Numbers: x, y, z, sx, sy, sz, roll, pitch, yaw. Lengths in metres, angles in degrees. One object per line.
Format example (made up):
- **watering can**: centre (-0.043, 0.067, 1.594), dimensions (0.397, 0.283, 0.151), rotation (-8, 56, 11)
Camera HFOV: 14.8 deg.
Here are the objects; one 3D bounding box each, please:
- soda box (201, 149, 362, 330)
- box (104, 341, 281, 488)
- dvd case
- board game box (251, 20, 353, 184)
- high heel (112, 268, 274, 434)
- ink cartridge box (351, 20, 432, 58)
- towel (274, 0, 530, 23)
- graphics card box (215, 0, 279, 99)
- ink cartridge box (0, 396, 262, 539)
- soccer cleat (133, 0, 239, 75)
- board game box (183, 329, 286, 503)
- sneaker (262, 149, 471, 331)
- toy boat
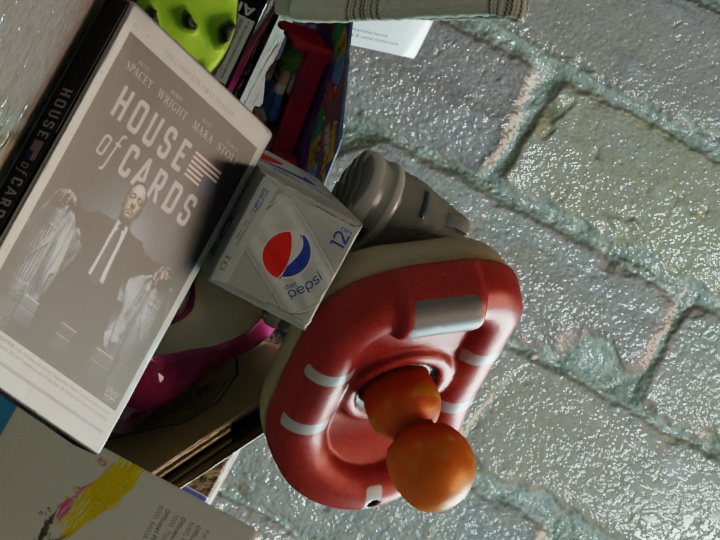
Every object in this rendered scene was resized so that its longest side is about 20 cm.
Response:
- **soda box**: centre (-0.054, -0.026, 1.572), dimensions (0.068, 0.063, 0.200), rotation (-62, -169, 5)
- **box**: centre (-0.121, 0.090, 1.730), dimensions (0.163, 0.021, 0.200), rotation (-33, -162, -24)
- **dvd case**: centre (-0.133, -0.021, 1.428), dimensions (0.200, 0.025, 0.150), rotation (-62, 144, -10)
- **board game box**: centre (-0.056, -0.108, 1.841), dimensions (0.158, 0.039, 0.200), rotation (136, -36, -55)
- **high heel**: centre (-0.088, 0.015, 1.698), dimensions (0.200, 0.067, 0.096), rotation (-40, 171, -33)
- **ink cartridge box**: centre (0.024, -0.272, 1.910), dimensions (0.200, 0.087, 0.146), rotation (-61, -149, 34)
- **towel**: centre (0.031, -0.241, 1.669), dimensions (0.035, 0.200, 0.193), rotation (18, 79, -49)
- **graphics card box**: centre (-0.097, -0.139, 1.820), dimensions (0.200, 0.051, 0.126), rotation (-64, 179, 35)
- **ink cartridge box**: centre (-0.183, 0.184, 1.578), dimensions (0.145, 0.200, 0.147), rotation (-62, 179, -29)
- **soccer cleat**: centre (-0.121, -0.095, 1.506), dimensions (0.081, 0.067, 0.201), rotation (25, -80, 57)
- **board game box**: centre (-0.144, 0.069, 1.890), dimensions (0.200, 0.159, 0.097), rotation (-63, 179, -27)
- **sneaker**: centre (0.000, 0.000, 1.652), dimensions (0.075, 0.082, 0.200), rotation (-69, -169, -23)
- **toy boat**: centre (0.025, 0.080, 1.588), dimensions (0.200, 0.130, 0.131), rotation (115, -40, -51)
